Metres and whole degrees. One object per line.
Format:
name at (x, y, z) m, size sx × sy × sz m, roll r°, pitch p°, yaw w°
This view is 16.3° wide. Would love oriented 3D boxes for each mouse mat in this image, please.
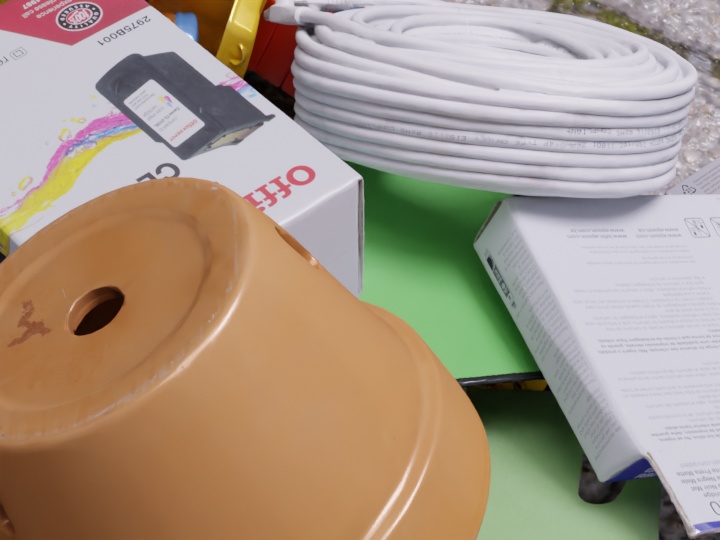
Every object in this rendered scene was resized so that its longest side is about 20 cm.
mouse mat at (0.000, 0.000, 1.195) m, size 0.199 × 0.008 × 0.161 m, roll -5°, pitch 46°, yaw -19°

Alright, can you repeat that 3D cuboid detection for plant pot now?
plant pot at (-0.067, 0.061, 0.953) m, size 0.199 × 0.140 × 0.201 m, roll -20°, pitch 38°, yaw 16°

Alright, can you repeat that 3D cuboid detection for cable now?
cable at (0.064, -0.085, 1.227) m, size 0.199 × 0.070 × 0.200 m, roll 1°, pitch 16°, yaw -22°

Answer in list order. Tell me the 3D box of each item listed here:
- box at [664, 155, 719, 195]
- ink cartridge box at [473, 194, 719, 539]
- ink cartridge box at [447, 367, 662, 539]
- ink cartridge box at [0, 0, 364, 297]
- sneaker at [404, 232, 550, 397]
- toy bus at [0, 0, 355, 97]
box at (0.277, -0.002, 1.321) m, size 0.156 × 0.041 × 0.200 m, roll -32°, pitch 64°, yaw -30°
ink cartridge box at (0.176, 0.048, 1.181) m, size 0.199 × 0.041 × 0.201 m, roll -1°, pitch 48°, yaw -33°
ink cartridge box at (0.039, 0.075, 1.162) m, size 0.199 × 0.048 × 0.146 m, roll -3°, pitch 27°, yaw 11°
ink cartridge box at (-0.114, -0.035, 1.139) m, size 0.145 × 0.083 × 0.200 m, roll -33°, pitch 55°, yaw -28°
sneaker at (0.061, 0.028, 1.248) m, size 0.199 × 0.073 × 0.078 m, roll 3°, pitch 64°, yaw -1°
toy bus at (-0.089, -0.144, 1.326) m, size 0.192 × 0.136 × 0.200 m, roll 35°, pitch 47°, yaw 2°
